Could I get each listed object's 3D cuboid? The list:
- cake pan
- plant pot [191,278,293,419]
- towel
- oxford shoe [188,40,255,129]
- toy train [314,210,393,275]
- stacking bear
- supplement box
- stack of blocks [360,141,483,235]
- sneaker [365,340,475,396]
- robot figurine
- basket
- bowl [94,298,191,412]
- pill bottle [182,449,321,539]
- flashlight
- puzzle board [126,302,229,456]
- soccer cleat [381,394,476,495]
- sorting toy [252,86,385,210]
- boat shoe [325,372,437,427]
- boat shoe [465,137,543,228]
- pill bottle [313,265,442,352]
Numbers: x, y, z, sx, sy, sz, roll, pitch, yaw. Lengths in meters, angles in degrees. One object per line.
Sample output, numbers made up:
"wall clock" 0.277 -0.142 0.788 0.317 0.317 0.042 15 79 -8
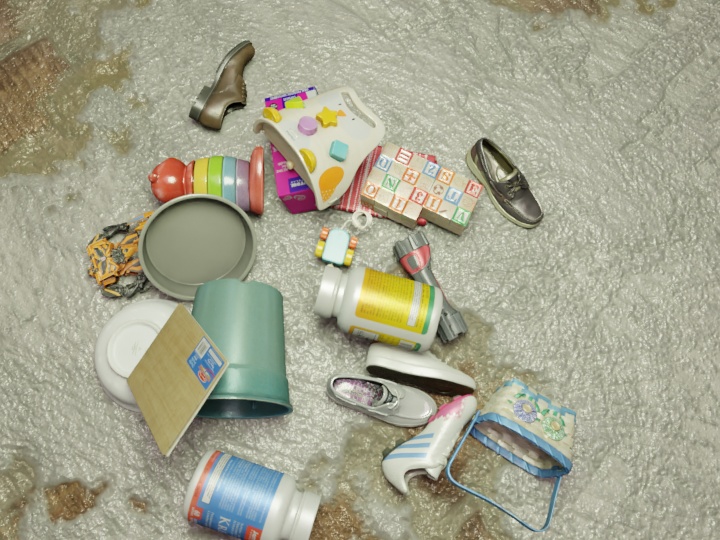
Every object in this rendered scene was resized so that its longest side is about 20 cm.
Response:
"cake pan" -0.282 -0.043 0.970 0.199 0.201 0.037 -27 34 -9
"plant pot" -0.205 0.130 0.916 0.198 0.201 0.198 1 67 -2
"towel" 0.044 -0.171 1.084 0.198 0.023 0.146 11 77 2
"oxford shoe" -0.254 -0.364 1.106 0.084 0.073 0.201 29 78 -10
"toy train" 0.000 0.000 1.023 0.149 0.056 0.201 -22 80 -9
"stacking bear" -0.276 -0.159 1.007 0.198 0.121 0.115 1 81 -9
"supplement box" -0.107 -0.222 1.043 0.100 0.103 0.202 -12 77 6
"stack of blocks" 0.112 -0.140 1.035 0.199 0.059 0.116 25 79 6
"sneaker" 0.112 0.158 0.974 0.198 0.073 0.085 18 56 -7
"robot figurine" -0.401 -0.037 1.011 0.199 0.058 0.146 -23 76 -9
"basket" 0.250 0.290 0.909 0.175 0.139 0.201 28 67 6
"bowl" -0.368 0.139 0.950 0.199 0.090 0.203 0 76 -2
"pill bottle" -0.168 0.369 0.885 0.198 0.112 0.113 17 75 3
"flashlight" 0.130 0.029 1.016 0.067 0.068 0.201 -25 82 -18
"puzzle board" -0.272 0.152 0.823 0.200 0.017 0.151 32 87 48
"soccer cleat" 0.129 0.294 0.931 0.199 0.070 0.086 -37 50 -4
"sorting toy" -0.058 -0.240 0.952 0.179 0.107 0.200 -35 74 -21
"boat shoe" 0.038 0.217 0.955 0.198 0.069 0.073 21 74 1
"boat shoe" 0.280 -0.170 1.070 0.072 0.065 0.201 -33 80 -12
"pill bottle" 0.027 0.058 0.927 0.198 0.113 0.114 15 75 -2
